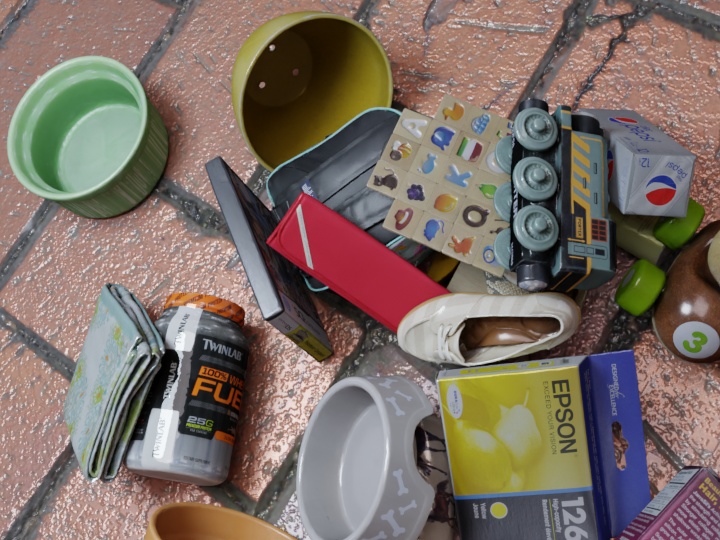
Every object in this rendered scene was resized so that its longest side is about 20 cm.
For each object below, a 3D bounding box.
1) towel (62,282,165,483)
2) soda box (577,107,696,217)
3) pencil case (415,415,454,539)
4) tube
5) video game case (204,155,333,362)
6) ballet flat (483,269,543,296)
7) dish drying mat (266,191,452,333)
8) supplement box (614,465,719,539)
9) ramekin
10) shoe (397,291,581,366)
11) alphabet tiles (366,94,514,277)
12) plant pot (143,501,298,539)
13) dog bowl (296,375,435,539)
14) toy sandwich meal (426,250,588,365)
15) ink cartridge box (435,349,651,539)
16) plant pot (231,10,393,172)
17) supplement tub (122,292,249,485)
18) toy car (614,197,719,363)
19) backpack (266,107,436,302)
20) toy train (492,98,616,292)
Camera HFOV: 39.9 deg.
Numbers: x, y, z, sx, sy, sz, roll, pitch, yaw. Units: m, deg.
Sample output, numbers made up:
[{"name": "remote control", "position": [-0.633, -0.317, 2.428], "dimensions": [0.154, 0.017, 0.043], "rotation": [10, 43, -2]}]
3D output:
[{"name": "towel", "position": [-0.288, 0.123, 1.128], "dimensions": [0.173, 0.048, 0.200], "rotation": [-66, 29, 8]}, {"name": "soda box", "position": [0.283, -0.118, 1.046], "dimensions": [0.067, 0.201, 0.064], "rotation": [2, 112, -5]}, {"name": "pencil case", "position": [0.056, 0.251, 1.044], "dimensions": [0.088, 0.078, 0.203], "rotation": [4, 72, 2]}, {"name": "tube", "position": [0.261, -0.075, 1.117], "dimensions": [0.199, 0.058, 0.052], "rotation": [35, 103, 26]}, {"name": "video game case", "position": [-0.101, -0.009, 1.124], "dimensions": [0.025, 0.181, 0.202], "rotation": [-27, 66, 6]}, {"name": "ballet flat", "position": [0.164, -0.043, 1.050], "dimensions": [0.067, 0.076, 0.203], "rotation": [3, 65, -9]}, {"name": "dish drying mat", "position": [0.000, 0.000, 1.053], "dimensions": [0.199, 0.018, 0.077], "rotation": [35, 112, -11]}, {"name": "supplement box", "position": [0.295, 0.301, 0.932], "dimensions": [0.200, 0.103, 0.131], "rotation": [-45, 79, -3]}, {"name": "ramekin", "position": [-0.349, -0.167, 1.297], "dimensions": [0.197, 0.098, 0.203], "rotation": [-5, 69, 14]}, {"name": "shoe", "position": [0.124, 0.059, 1.013], "dimensions": [0.197, 0.053, 0.071], "rotation": [-10, 104, 25]}, {"name": "alphabet tiles", "position": [0.115, -0.090, 1.026], "dimensions": [0.197, 0.006, 0.168], "rotation": [23, 72, 8]}, {"name": "plant pot", "position": [-0.143, 0.348, 1.017], "dimensions": [0.198, 0.200, 0.142], "rotation": [22, 95, 22]}, {"name": "dog bowl", "position": [0.000, 0.203, 1.028], "dimensions": [0.199, 0.058, 0.203], "rotation": [-34, 48, 48]}, {"name": "toy sandwich meal", "position": [0.159, 0.004, 1.107], "dimensions": [0.202, 0.070, 0.209], "rotation": [-5, 70, 14]}, {"name": "ink cartridge box", "position": [0.187, 0.189, 0.999], "dimensions": [0.197, 0.047, 0.201], "rotation": [-7, 99, 15]}, {"name": "plant pot", "position": [-0.079, -0.229, 1.208], "dimensions": [0.200, 0.200, 0.142], "rotation": [-42, 39, -2]}, {"name": "supplement tub", "position": [-0.195, 0.136, 1.132], "dimensions": [0.120, 0.123, 0.203], "rotation": [3, 72, 17]}, {"name": "toy car", "position": [0.368, 0.010, 0.950], "dimensions": [0.163, 0.200, 0.159], "rotation": [33, 81, 1]}, {"name": "backpack", "position": [0.017, -0.078, 1.124], "dimensions": [0.199, 0.152, 0.178], "rotation": [-38, 61, 27]}, {"name": "toy train", "position": [0.194, -0.073, 0.978], "dimensions": [0.112, 0.085, 0.203], "rotation": [9, 68, -11]}]
